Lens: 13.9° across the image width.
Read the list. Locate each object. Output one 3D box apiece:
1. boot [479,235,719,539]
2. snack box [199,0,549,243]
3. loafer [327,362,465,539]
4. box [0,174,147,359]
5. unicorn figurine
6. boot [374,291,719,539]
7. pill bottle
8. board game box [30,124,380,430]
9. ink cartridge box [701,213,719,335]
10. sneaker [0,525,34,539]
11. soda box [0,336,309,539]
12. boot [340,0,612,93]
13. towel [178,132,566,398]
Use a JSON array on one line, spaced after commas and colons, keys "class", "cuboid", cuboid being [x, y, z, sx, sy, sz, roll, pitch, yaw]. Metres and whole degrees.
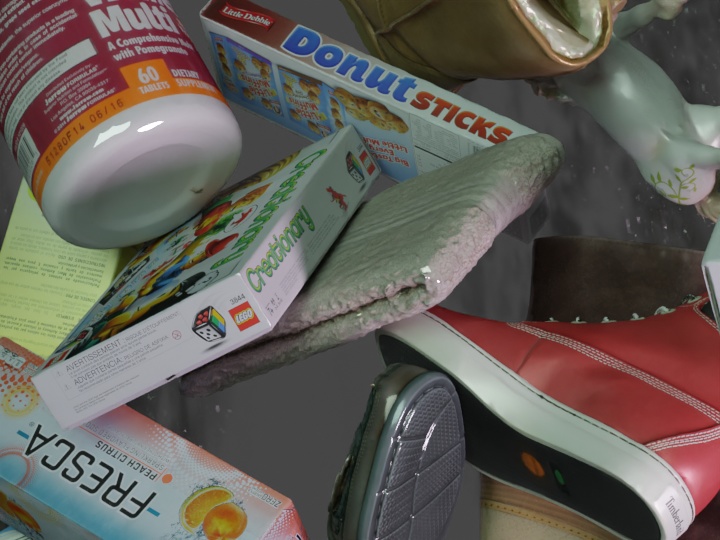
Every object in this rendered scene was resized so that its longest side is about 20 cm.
[{"class": "boot", "cuboid": [0.154, 0.070, 1.425, 0.199, 0.072, 0.167, 9, 78, 25]}, {"class": "snack box", "cuboid": [0.006, -0.080, 1.524, 0.199, 0.072, 0.024, 26, 63, 24]}, {"class": "loafer", "cuboid": [0.004, 0.126, 1.411, 0.063, 0.201, 0.072, 26, 40, 32]}, {"class": "box", "cuboid": [-0.146, -0.018, 1.572, 0.075, 0.050, 0.201, 9, 77, 22]}, {"class": "unicorn figurine", "cuboid": [0.135, -0.098, 1.467, 0.074, 0.137, 0.201, -25, 78, -26]}, {"class": "boot", "cuboid": [0.115, 0.038, 1.400, 0.200, 0.073, 0.144, 27, 60, 38]}, {"class": "pill bottle", "cuboid": [-0.149, -0.118, 1.517, 0.109, 0.110, 0.200, -33, 63, 7]}, {"class": "board game box", "cuboid": [-0.072, 0.001, 1.458, 0.126, 0.200, 0.035, -26, 104, 24]}, {"class": "ink cartridge box", "cuboid": [0.253, -0.039, 1.326, 0.145, 0.083, 0.200, 2, 45, 26]}, {"class": "sneaker", "cuboid": [-0.132, 0.148, 1.507, 0.199, 0.072, 0.073, -13, 43, 8]}, {"class": "soda box", "cuboid": [-0.118, 0.111, 1.439, 0.199, 0.064, 0.068, 27, 64, 32]}, {"class": "boot", "cuboid": [0.036, -0.166, 1.452, 0.066, 0.200, 0.176, -38, 98, -17]}, {"class": "towel", "cuboid": [0.000, 0.000, 1.450, 0.200, 0.133, 0.035, -21, 109, 43]}]
